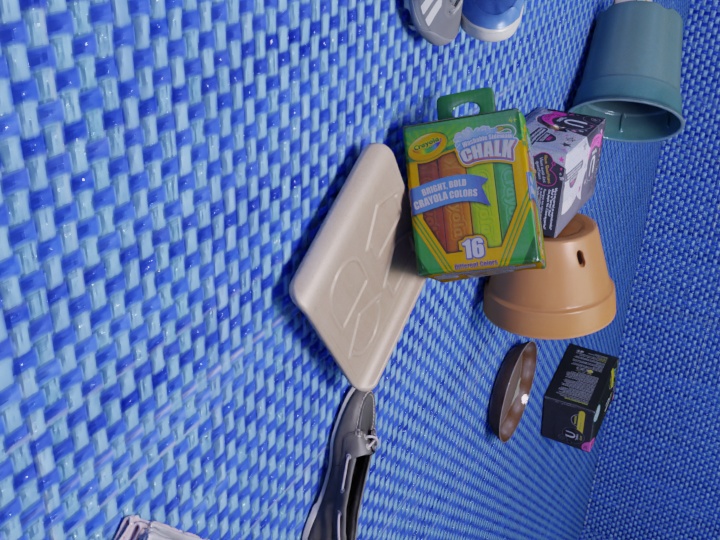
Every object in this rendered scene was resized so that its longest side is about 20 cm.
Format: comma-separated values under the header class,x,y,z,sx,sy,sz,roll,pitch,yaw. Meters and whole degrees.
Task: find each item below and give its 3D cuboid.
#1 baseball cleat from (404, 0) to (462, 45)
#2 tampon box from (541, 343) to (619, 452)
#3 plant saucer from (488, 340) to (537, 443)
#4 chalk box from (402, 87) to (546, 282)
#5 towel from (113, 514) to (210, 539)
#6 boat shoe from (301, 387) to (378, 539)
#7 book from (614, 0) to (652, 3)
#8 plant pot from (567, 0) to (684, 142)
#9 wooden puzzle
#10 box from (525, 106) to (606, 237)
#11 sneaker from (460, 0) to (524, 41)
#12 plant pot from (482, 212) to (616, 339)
class,x,y,z,sx,sy,sz,roll,pitch,yaw
baseball cleat,0.086,-0.278,0.766,0.070,0.106,0.200,-64,153,-17
tampon box,0.540,0.311,2.031,0.200,0.126,0.150,-51,146,-40
plant saucer,0.286,0.225,1.565,0.200,0.034,0.201,-41,140,-48
chalk box,0.120,-0.096,0.873,0.124,0.124,0.201,11,71,-74
towel,-0.170,0.307,0.668,0.191,0.032,0.200,-66,153,-16
boat shoe,-0.008,0.228,0.927,0.067,0.057,0.201,21,86,-65
book,0.541,-0.503,1.661,0.200,0.048,0.134,7,102,-67
plant pot,0.482,-0.353,1.464,0.200,0.200,0.197,31,69,-64
wooden puzzle,0.000,0.000,0.831,0.186,0.046,0.200,-63,148,-23
box,0.280,-0.153,1.232,0.200,0.114,0.133,-39,138,-52
sneaker,0.147,-0.339,0.856,0.111,0.076,0.200,89,17,-58
plant pot,0.285,-0.005,1.244,0.200,0.200,0.140,-38,131,-52
